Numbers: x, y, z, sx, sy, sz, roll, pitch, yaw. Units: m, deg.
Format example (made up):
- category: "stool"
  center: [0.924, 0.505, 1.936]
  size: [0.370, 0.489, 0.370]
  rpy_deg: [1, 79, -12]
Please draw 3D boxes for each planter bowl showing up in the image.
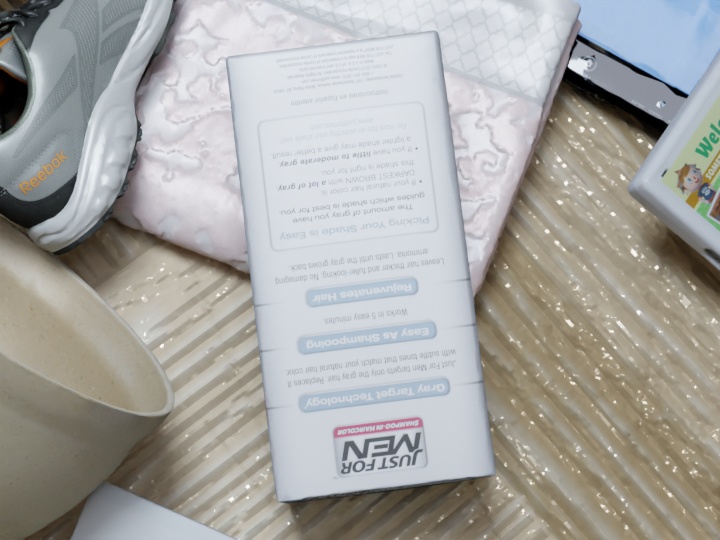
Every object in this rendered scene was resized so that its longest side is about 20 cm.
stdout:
- category: "planter bowl"
  center: [-0.197, 0.049, 0.779]
  size: [0.200, 0.200, 0.135]
  rpy_deg: [40, 97, 12]

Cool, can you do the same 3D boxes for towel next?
- category: "towel"
  center: [-0.010, -0.081, 0.906]
  size: [0.199, 0.032, 0.192]
  rpy_deg: [22, 76, 7]

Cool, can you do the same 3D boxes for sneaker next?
- category: "sneaker"
  center: [-0.141, -0.110, 0.877]
  size: [0.079, 0.074, 0.202]
  rpy_deg: [32, 51, -34]

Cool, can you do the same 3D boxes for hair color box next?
- category: "hair color box"
  center: [0.000, 0.000, 0.839]
  size: [0.098, 0.061, 0.202]
  rpy_deg: [-7, 83, 0]

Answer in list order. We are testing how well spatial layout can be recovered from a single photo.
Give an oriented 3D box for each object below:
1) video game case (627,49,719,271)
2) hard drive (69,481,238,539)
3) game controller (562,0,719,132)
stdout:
- category: "video game case"
  center: [0.251, -0.057, 0.909]
  size: [0.182, 0.022, 0.201]
  rpy_deg: [39, 69, -7]
- category: "hard drive"
  center: [-0.051, 0.185, 0.758]
  size: [0.199, 0.026, 0.133]
  rpy_deg: [20, 82, 24]
- category: "game controller"
  center: [0.137, -0.138, 0.948]
  size: [0.199, 0.042, 0.105]
  rpy_deg: [30, 68, 8]
